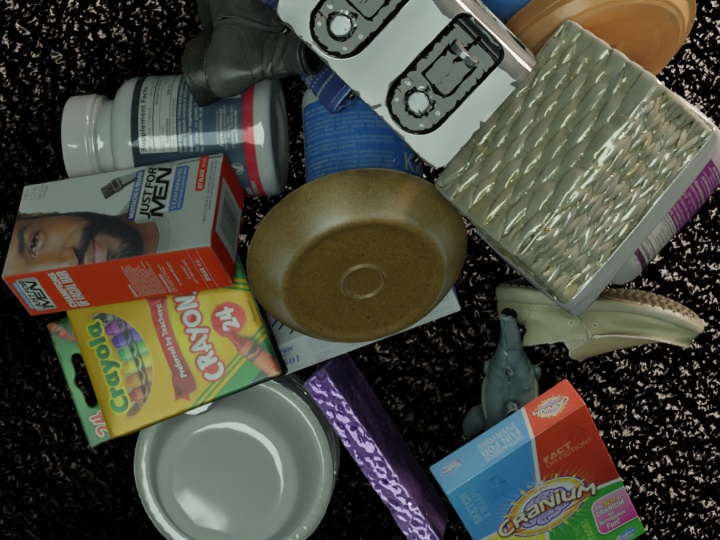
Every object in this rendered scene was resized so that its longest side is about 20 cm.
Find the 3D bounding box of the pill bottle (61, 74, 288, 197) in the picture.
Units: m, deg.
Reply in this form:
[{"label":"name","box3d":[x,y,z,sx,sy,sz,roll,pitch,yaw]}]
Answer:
[{"label":"pill bottle","box3d":[-0.173,-0.125,1.345,0.198,0.120,0.121,-3,98,7]}]

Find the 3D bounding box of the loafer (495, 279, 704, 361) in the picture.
[{"label":"loafer","box3d":[0.226,0.053,1.359,0.198,0.076,0.069,9,101,14]}]

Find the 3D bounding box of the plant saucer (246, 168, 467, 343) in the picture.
[{"label":"plant saucer","box3d":[0.000,0.000,1.250,0.198,0.036,0.201,-6,133,-6]}]

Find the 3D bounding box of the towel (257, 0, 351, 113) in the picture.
[{"label":"towel","box3d":[-0.016,-0.244,1.296,0.145,0.200,0.024,-46,136,13]}]

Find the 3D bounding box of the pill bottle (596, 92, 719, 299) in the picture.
[{"label":"pill bottle","box3d":[0.237,-0.060,1.299,0.112,0.112,0.200,44,86,-2]}]

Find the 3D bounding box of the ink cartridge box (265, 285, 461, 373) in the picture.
[{"label":"ink cartridge box","box3d":[-0.010,0.027,1.361,0.199,0.094,0.044,-21,134,7]}]

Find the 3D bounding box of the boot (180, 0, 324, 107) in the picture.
[{"label":"boot","box3d":[-0.081,-0.226,1.289,0.131,0.201,0.070,-13,136,17]}]

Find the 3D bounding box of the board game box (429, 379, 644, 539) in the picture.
[{"label":"board game box","box3d":[0.169,0.216,1.337,0.152,0.040,0.201,-33,128,-2]}]

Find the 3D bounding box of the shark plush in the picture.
[{"label":"shark plush","box3d":[0.152,0.122,1.339,0.090,0.084,0.201,9,126,-1]}]

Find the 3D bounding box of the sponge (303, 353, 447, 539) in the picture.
[{"label":"sponge","box3d":[0.018,0.171,1.374,0.030,0.112,0.201,-33,94,11]}]

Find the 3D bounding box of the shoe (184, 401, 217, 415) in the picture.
[{"label":"shoe","box3d":[-0.187,0.045,1.373,0.071,0.091,0.201,-29,85,1]}]

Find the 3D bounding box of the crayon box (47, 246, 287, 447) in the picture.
[{"label":"crayon box","box3d":[-0.181,0.071,1.299,0.199,0.051,0.128,-22,85,2]}]

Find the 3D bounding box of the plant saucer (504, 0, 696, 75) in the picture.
[{"label":"plant saucer","box3d":[0.206,-0.195,1.265,0.199,0.200,0.033,-24,63,8]}]

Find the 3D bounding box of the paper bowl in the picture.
[{"label":"paper bowl","box3d":[-0.123,0.193,1.396,0.199,0.104,0.203,1,100,5]}]

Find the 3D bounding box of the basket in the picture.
[{"label":"basket","box3d":[0.178,-0.088,1.194,0.200,0.123,0.136,-52,52,6]}]

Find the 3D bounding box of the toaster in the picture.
[{"label":"toaster","box3d":[0.041,-0.185,1.135,0.181,0.200,0.119,45,102,-3]}]

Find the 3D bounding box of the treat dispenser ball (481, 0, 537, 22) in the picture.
[{"label":"treat dispenser ball","box3d":[0.137,-0.318,1.245,0.199,0.201,0.203,1,99,5]}]

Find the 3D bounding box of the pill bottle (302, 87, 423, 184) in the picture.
[{"label":"pill bottle","box3d":[0.002,-0.119,1.318,0.111,0.112,0.202,-4,81,6]}]

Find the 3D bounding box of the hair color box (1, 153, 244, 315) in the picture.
[{"label":"hair color box","box3d":[-0.211,-0.032,1.278,0.198,0.112,0.064,-9,140,14]}]
